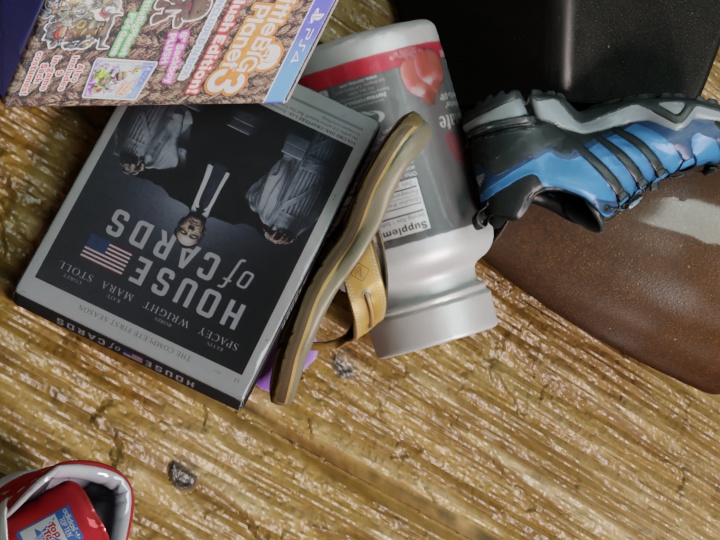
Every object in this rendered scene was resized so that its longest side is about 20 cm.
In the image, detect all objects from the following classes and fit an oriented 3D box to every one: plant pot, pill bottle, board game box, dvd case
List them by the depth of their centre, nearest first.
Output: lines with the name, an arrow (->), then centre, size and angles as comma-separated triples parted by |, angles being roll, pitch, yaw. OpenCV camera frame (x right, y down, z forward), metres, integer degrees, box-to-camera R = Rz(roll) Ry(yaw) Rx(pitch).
board game box -> -0.138, -0.182, 1.363 | 0.199, 0.097, 0.160 | -4, 46, -40
dvd case -> -0.095, -0.035, 1.403 | 0.150, 0.025, 0.201 | 25, 66, 2
pill bottle -> 0.021, -0.050, 1.505 | 0.110, 0.110, 0.201 | -17, 91, -41
plant pot -> 0.138, -0.196, 1.594 | 0.199, 0.199, 0.179 | -1, 92, -40
plant pot -> 0.178, -0.031, 1.604 | 0.199, 0.187, 0.188 | 16, 69, -20

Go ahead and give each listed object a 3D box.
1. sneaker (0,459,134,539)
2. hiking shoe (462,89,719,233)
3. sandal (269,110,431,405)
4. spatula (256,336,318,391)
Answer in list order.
sneaker -> -0.206, 0.165, 1.265 | 0.200, 0.112, 0.071 | -40, 105, -38
hiking shoe -> 0.159, -0.065, 1.502 | 0.199, 0.074, 0.087 | -1, 81, -15
sandal -> 0.000, 0.000, 1.427 | 0.054, 0.080, 0.201 | 28, 101, -6
spatula -> -0.090, -0.014, 1.462 | 0.056, 0.021, 0.200 | -42, 106, -32
